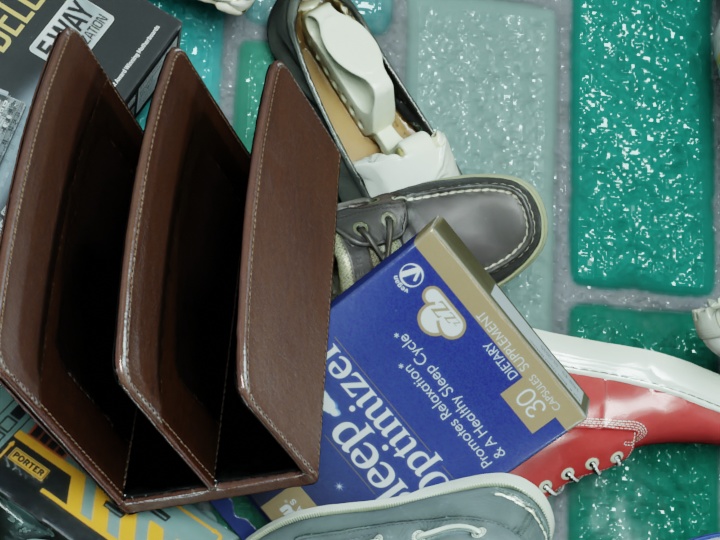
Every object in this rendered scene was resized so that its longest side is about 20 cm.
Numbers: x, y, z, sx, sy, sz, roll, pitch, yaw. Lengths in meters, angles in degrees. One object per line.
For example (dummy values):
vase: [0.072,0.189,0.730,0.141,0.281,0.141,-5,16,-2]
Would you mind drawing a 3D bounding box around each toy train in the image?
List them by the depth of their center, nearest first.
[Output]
toy train: [-0.133,0.137,0.724,0.200,0.085,0.114,31,57,14]

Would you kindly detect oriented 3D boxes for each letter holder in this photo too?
letter holder: [-0.084,-0.015,0.697,0.100,0.142,0.201,-11,50,18]

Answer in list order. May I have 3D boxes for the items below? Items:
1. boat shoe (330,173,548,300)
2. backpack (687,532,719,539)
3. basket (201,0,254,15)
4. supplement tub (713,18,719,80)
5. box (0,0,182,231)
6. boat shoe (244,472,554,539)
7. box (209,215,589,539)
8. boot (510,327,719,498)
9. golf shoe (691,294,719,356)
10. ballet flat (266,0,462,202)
boat shoe: [0.000,0.000,0.790,0.199,0.065,0.074,-18,90,13]
backpack: [0.204,0.229,0.771,0.200,0.154,0.191,-33,94,-22]
basket: [-0.100,-0.270,0.786,0.197,0.161,0.201,20,53,-6]
supplement tub: [0.281,-0.093,0.855,0.145,0.145,0.201,-6,80,-12]
box: [-0.211,-0.087,0.786,0.157,0.050,0.200,32,67,2]
boat shoe: [-0.002,0.155,0.738,0.199,0.062,0.073,-21,104,19]
box: [0.001,0.080,0.765,0.200,0.032,0.121,-38,96,20]
boot: [0.116,0.111,0.823,0.199,0.072,0.145,11,77,0]
golf shoe: [0.247,0.057,0.804,0.200,0.078,0.098,12,66,-48]
ballet flat: [0.009,-0.075,0.840,0.068,0.068,0.200,-32,86,-17]
